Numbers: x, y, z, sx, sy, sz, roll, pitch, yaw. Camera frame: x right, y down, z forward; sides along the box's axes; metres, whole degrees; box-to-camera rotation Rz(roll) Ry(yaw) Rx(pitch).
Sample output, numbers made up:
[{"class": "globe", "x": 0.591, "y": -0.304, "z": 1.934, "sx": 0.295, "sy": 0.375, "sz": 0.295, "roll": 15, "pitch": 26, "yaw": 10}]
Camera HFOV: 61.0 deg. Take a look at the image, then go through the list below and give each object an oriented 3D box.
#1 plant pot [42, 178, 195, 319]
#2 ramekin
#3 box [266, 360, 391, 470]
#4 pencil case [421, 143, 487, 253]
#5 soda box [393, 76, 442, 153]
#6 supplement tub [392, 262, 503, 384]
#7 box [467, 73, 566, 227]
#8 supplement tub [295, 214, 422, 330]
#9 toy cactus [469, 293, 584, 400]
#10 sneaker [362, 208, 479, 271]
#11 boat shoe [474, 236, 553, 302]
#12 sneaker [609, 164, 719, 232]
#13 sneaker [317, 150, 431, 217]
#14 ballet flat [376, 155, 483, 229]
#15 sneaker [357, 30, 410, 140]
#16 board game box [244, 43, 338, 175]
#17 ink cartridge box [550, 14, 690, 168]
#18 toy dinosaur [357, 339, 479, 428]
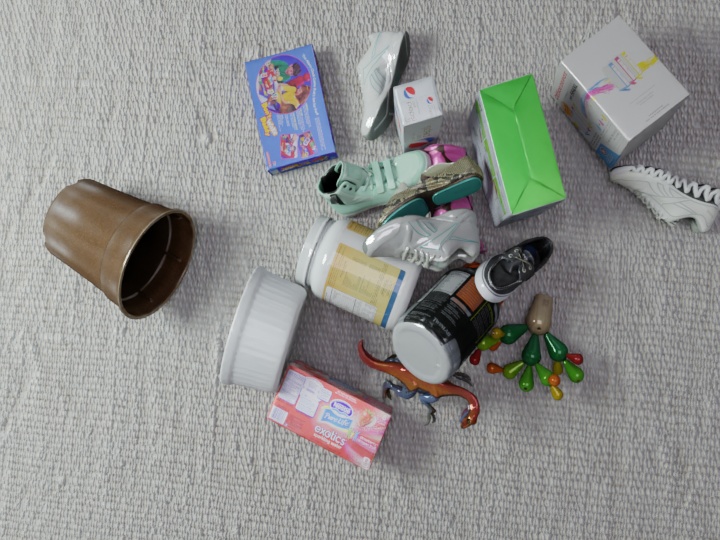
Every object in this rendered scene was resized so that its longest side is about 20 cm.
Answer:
[{"class": "plant pot", "x": -0.428, "y": -0.050, "z": 1.072, "sx": 0.194, "sy": 0.200, "sz": 0.205, "roll": 25, "pitch": 89, "yaw": 13}, {"class": "ramekin", "x": -0.159, "y": 0.105, "z": 1.035, "sx": 0.095, "sy": 0.200, "sz": 0.207, "roll": 18, "pitch": 88, "yaw": -3}, {"class": "box", "x": -0.050, "y": 0.246, "z": 1.065, "sx": 0.195, "sy": 0.095, "sz": 0.105, "roll": 24, "pitch": 89, "yaw": 5}, {"class": "pencil case", "x": 0.163, "y": -0.121, "z": 1.073, "sx": 0.090, "sy": 0.091, "sz": 0.207, "roll": -8, "pitch": 85, "yaw": -4}, {"class": "soda box", "x": 0.095, "y": -0.253, "z": 1.028, "sx": 0.066, "sy": 0.200, "sz": 0.066, "roll": -15, "pitch": 87, "yaw": 4}, {"class": "supplement tub", "x": 0.151, "y": 0.079, "z": 1.008, "sx": 0.123, "sy": 0.123, "sz": 0.199, "roll": 48, "pitch": 53, "yaw": 5}, {"class": "box", "x": 0.252, "y": -0.189, "z": 1.024, "sx": 0.094, "sy": 0.176, "sz": 0.207, "roll": -14, "pitch": 86, "yaw": 4}, {"class": "supplement tub", "x": 0.000, "y": 0.000, "z": 1.050, "sx": 0.195, "sy": 0.145, "sz": 0.148, "roll": 23, "pitch": 89, "yaw": 5}, {"class": "toy cactus", "x": 0.296, "y": 0.123, "z": 1.055, "sx": 0.194, "sy": 0.102, "sz": 0.170, "roll": 14, "pitch": 79, "yaw": 14}, {"class": "sneaker", "x": 0.100, "y": -0.041, "z": 0.957, "sx": 0.194, "sy": 0.071, "sz": 0.083, "roll": -10, "pitch": 71, "yaw": -13}, {"class": "boat shoe", "x": 0.262, "y": -0.010, "z": 1.010, "sx": 0.071, "sy": 0.197, "sz": 0.066, "roll": 57, "pitch": 135, "yaw": 13}, {"class": "sneaker", "x": 0.523, "y": -0.127, "z": 1.056, "sx": 0.195, "sy": 0.075, "sz": 0.083, "roll": 21, "pitch": 100, "yaw": 8}, {"class": "sneaker", "x": 0.021, "y": -0.158, "z": 1.044, "sx": 0.196, "sy": 0.118, "sz": 0.076, "roll": -24, "pitch": 68, "yaw": 19}, {"class": "ballet flat", "x": 0.107, "y": -0.129, "z": 1.017, "sx": 0.196, "sy": 0.068, "sz": 0.077, "roll": -28, "pitch": 55, "yaw": 8}, {"class": "sneaker", "x": 0.030, "y": -0.336, "z": 1.111, "sx": 0.078, "sy": 0.070, "sz": 0.207, "roll": 14, "pitch": 85, "yaw": 20}, {"class": "board game box", "x": -0.126, "y": -0.294, "z": 1.125, "sx": 0.130, "sy": 0.045, "sz": 0.207, "roll": -13, "pitch": 86, "yaw": 4}, {"class": "ink cartridge box", "x": 0.420, "y": -0.307, "z": 1.033, "sx": 0.124, "sy": 0.129, "sz": 0.202, "roll": -36, "pitch": 76, "yaw": 1}, {"class": "toy dinosaur", "x": 0.107, "y": 0.203, "z": 1.026, "sx": 0.179, "sy": 0.197, "sz": 0.108, "roll": 4, "pitch": 72, "yaw": 48}]
